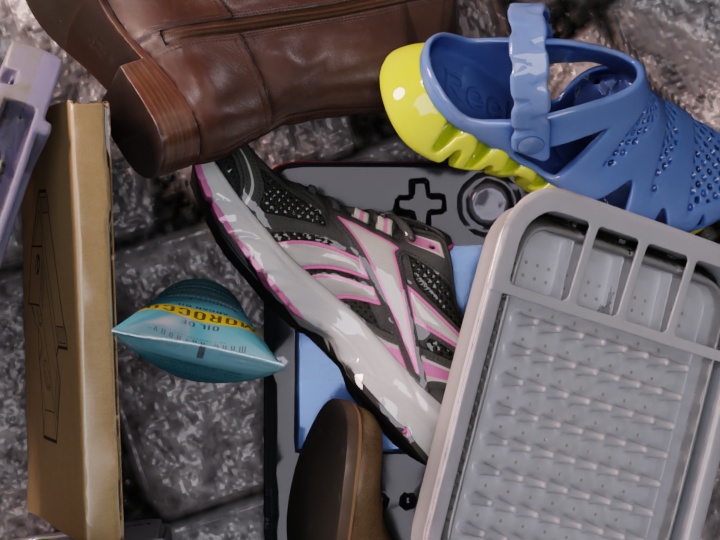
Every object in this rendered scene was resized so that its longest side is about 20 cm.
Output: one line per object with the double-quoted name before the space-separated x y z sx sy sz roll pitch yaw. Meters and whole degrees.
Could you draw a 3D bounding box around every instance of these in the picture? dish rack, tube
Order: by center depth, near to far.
"tube" -0.077 0.033 1.321 0.077 0.200 0.051 7 92 -4
"dish rack" 0.102 0.071 1.355 0.171 0.043 0.201 17 85 -37

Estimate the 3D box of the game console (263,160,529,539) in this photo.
"game console" 0.039 0.046 1.411 0.176 0.031 0.201 0 91 -3

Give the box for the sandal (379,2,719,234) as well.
"sandal" 0.111 -0.072 1.354 0.199 0.087 0.080 17 52 -31

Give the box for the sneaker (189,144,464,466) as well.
"sneaker" 0.000 0.000 1.373 0.086 0.080 0.200 -42 97 -8

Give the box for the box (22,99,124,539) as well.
"box" -0.140 0.023 1.338 0.021 0.163 0.201 -3 91 -16

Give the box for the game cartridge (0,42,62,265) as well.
"game cartridge" -0.183 0.010 1.278 0.038 0.130 0.201 18 67 -6

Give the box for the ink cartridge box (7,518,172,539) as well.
"ink cartridge box" -0.150 0.234 1.380 0.145 0.086 0.201 -9 92 -2

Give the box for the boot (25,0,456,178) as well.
"boot" -0.057 -0.143 1.364 0.199 0.064 0.187 -19 79 -34

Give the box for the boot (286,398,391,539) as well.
"boot" 0.004 0.153 1.381 0.075 0.074 0.201 -3 114 -13

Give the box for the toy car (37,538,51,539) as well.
"toy car" -0.185 0.196 1.290 0.199 0.158 0.165 12 83 26
